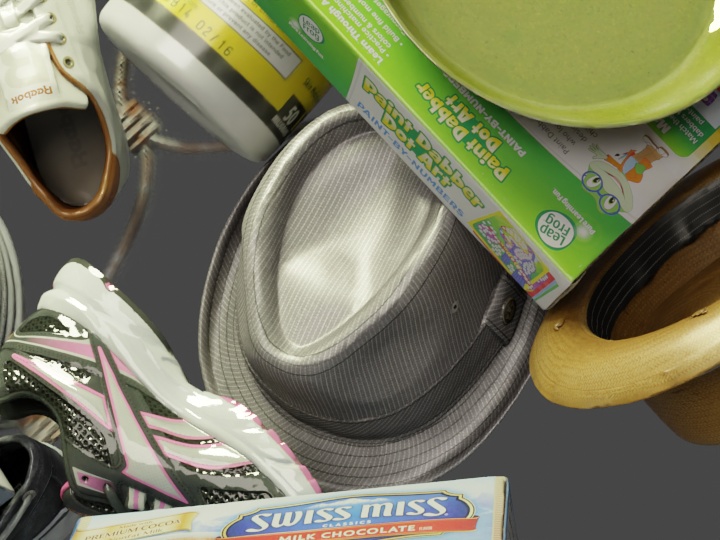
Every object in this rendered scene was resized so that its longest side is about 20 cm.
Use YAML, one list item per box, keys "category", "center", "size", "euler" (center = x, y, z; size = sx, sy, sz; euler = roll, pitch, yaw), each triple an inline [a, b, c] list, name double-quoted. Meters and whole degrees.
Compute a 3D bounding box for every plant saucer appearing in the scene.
- category: "plant saucer"
  center: [0.089, -0.152, 1.014]
  size: [0.199, 0.031, 0.201]
  euler: [5, 70, -14]

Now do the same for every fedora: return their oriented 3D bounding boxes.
- category: "fedora"
  center: [0.173, 0.016, 1.001]
  size: [0.200, 0.201, 0.082]
  euler: [-34, 108, 3]
- category: "fedora"
  center: [0.000, 0.000, 1.066]
  size: [0.177, 0.090, 0.200]
  euler: [29, 82, 22]

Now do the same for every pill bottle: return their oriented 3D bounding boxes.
- category: "pill bottle"
  center: [-0.026, -0.161, 1.115]
  size: [0.111, 0.111, 0.200]
  euler: [39, 86, 23]

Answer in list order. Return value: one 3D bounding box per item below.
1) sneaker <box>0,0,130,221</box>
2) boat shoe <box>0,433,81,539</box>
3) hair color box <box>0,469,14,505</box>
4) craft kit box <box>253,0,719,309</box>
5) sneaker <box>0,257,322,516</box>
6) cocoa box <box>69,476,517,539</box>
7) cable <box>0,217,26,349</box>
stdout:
- category: "sneaker"
  center: [-0.160, -0.118, 1.100]
  size: [0.073, 0.085, 0.201]
  euler: [-21, 105, 2]
- category: "boat shoe"
  center: [-0.224, 0.151, 1.090]
  size: [0.200, 0.068, 0.072]
  euler: [-37, 67, 1]
- category: "hair color box"
  center: [-0.249, 0.034, 1.045]
  size: [0.061, 0.099, 0.200]
  euler: [-38, 68, 0]
- category: "craft kit box"
  center: [0.088, -0.118, 1.040]
  size: [0.197, 0.049, 0.200]
  euler: [-40, 85, -26]
- category: "sneaker"
  center: [-0.095, 0.093, 1.054]
  size: [0.200, 0.080, 0.086]
  euler: [41, 74, 17]
- category: "cocoa box"
  center: [-0.026, 0.181, 0.958]
  size: [0.199, 0.131, 0.134]
  euler: [-6, 113, 8]
- category: "cable"
  center: [-0.266, 0.027, 1.142]
  size: [0.200, 0.069, 0.200]
  euler: [-45, 67, -3]
